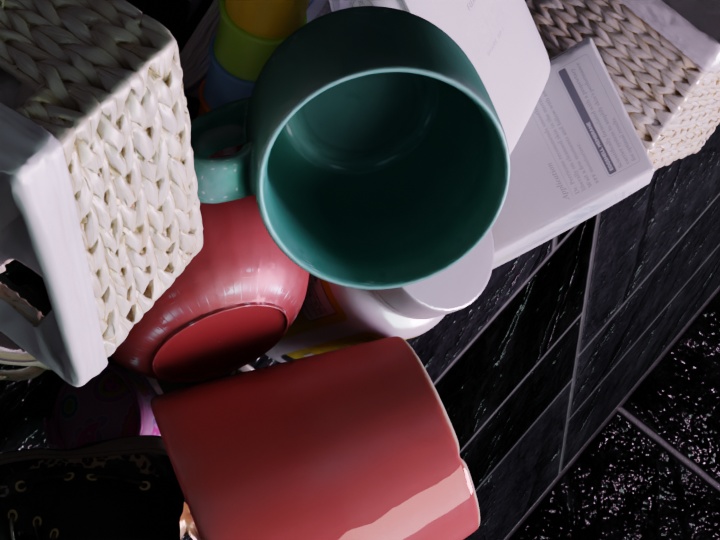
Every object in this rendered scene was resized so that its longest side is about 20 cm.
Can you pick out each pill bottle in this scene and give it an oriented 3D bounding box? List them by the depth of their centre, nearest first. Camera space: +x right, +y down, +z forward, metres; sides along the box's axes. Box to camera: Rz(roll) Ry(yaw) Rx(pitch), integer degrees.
[{"bbox_3d":[0.000,0.000,1.146,0.114,0.115,0.199,-38,-169,-34],"label":"pill bottle"}]

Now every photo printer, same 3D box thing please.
[{"bbox_3d":[0.056,-0.178,1.126,0.201,0.069,0.167,61,39,-28],"label":"photo printer"}]

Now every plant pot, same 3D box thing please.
[{"bbox_3d":[-0.026,0.142,1.071,0.176,0.202,0.201,-23,155,-7],"label":"plant pot"}]

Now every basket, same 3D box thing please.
[{"bbox_3d":[-0.170,-0.059,0.867,0.123,0.135,0.201,-45,156,-26],"label":"basket"},{"bbox_3d":[0.264,-0.212,1.503,0.198,0.200,0.162,-22,147,-54],"label":"basket"}]

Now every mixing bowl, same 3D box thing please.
[{"bbox_3d":[-0.110,0.004,1.050,0.198,0.109,0.201,-19,154,-9],"label":"mixing bowl"}]

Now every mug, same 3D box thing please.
[{"bbox_3d":[-0.007,-0.088,0.961,0.184,0.115,0.152,26,116,-25],"label":"mug"}]

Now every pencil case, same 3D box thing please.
[{"bbox_3d":[-0.176,0.126,1.270,0.088,0.087,0.200,-53,161,2],"label":"pencil case"}]

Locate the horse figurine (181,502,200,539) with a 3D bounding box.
[{"bbox_3d":[-0.197,0.208,1.275,0.050,0.198,0.133,-86,-165,-47],"label":"horse figurine"}]

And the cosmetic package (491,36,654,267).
[{"bbox_3d":[0.134,-0.084,1.342,0.199,0.124,0.199,-27,176,9],"label":"cosmetic package"}]

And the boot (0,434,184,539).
[{"bbox_3d":[-0.212,0.196,1.111,0.198,0.151,0.074,-10,125,-9],"label":"boot"}]

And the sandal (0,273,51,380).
[{"bbox_3d":[-0.230,0.043,1.015,0.057,0.080,0.201,-39,162,6],"label":"sandal"}]

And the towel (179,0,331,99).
[{"bbox_3d":[-0.050,-0.171,1.123,0.147,0.024,0.200,-55,161,9],"label":"towel"}]

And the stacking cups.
[{"bbox_3d":[-0.072,-0.122,1.026,0.060,0.060,0.201,-36,158,-37],"label":"stacking cups"}]

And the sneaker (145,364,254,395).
[{"bbox_3d":[-0.095,0.114,1.210,0.067,0.089,0.201,-49,142,-15],"label":"sneaker"}]
